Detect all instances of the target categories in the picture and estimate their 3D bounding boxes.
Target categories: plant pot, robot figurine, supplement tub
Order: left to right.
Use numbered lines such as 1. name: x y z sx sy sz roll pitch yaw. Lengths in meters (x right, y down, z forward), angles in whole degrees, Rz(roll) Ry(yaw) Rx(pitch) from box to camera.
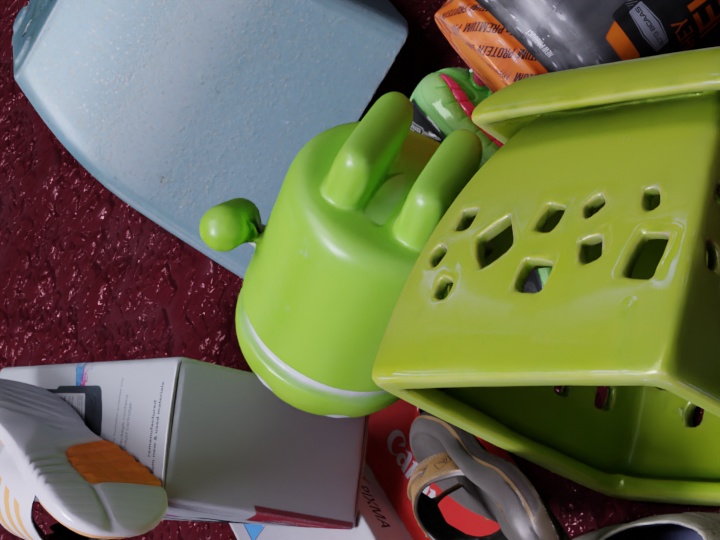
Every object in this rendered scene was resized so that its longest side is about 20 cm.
1. plant pot: -0.115 -0.145 1.335 0.196 0.200 0.196 -58 20 13
2. robot figurine: 0.000 0.000 1.122 0.116 0.175 0.200 -59 -4 -46
3. supplement tub: 0.144 -0.170 1.105 0.200 0.123 0.123 -43 42 1
4. plant pot: 0.155 0.004 1.010 0.199 0.200 0.182 -5 63 49

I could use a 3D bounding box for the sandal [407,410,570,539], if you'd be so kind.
1. sandal: 0.060 0.128 1.088 0.055 0.082 0.200 -39 20 -5

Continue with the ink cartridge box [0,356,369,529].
1. ink cartridge box: -0.115 0.107 1.246 0.200 0.146 0.083 -6 74 50

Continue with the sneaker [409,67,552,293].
1. sneaker: 0.087 -0.021 1.164 0.084 0.077 0.200 -46 67 45

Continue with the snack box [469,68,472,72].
1. snack box: 0.105 -0.088 1.226 0.200 0.037 0.116 -46 46 27

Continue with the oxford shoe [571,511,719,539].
1. oxford shoe: 0.128 0.159 1.065 0.200 0.074 0.071 -26 56 41

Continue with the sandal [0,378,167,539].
1. sandal: -0.172 0.119 1.143 0.207 0.079 0.059 34 110 57

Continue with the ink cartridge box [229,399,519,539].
1. ink cartridge box: 0.004 0.140 1.243 0.176 0.045 0.200 -55 41 19
